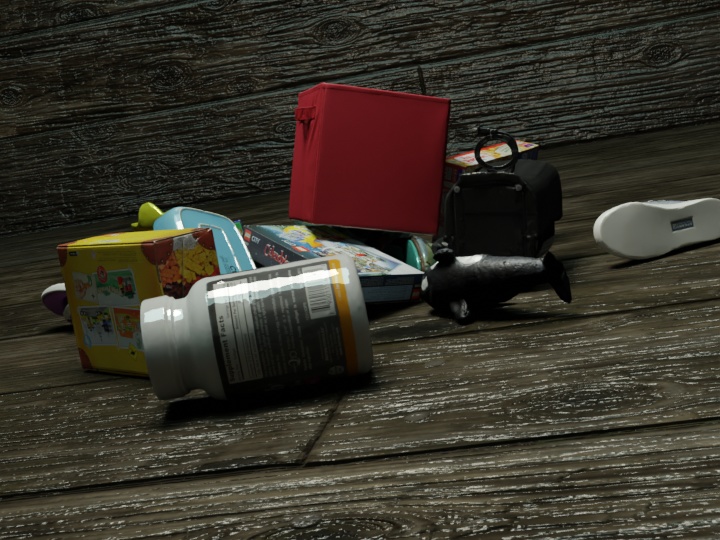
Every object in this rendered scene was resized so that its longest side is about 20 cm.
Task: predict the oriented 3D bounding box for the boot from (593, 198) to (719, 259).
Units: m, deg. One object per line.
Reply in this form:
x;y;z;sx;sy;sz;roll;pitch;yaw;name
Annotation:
0.365;-0.052;1.282;0.200;0.073;0.090;-5;0;-22;boot

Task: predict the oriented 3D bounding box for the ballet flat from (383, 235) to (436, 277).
0.083;-0.014;1.330;0.074;0.074;0.200;-11;11;-10;ballet flat

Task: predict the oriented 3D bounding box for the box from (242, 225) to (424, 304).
-0.038;-0.010;1.250;0.136;0.038;0.200;-3;21;-41;box

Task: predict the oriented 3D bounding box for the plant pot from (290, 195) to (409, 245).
0.001;-0.096;1.524;0.200;0.201;0.134;-11;15;-8;plant pot

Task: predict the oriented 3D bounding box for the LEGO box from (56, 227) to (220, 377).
-0.239;0.035;1.111;0.200;0.149;0.077;0;13;44;LEGO box

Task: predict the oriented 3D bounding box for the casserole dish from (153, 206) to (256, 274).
-0.175;-0.009;1.206;0.121;0.200;0.039;12;-51;-41;casserole dish

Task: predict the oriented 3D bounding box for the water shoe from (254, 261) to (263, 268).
-0.111;-0.017;1.397;0.200;0.072;0.079;13;34;-2;water shoe

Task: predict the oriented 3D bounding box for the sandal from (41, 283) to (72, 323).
-0.384;0.057;1.424;0.202;0.082;0.050;-2;55;34;sandal

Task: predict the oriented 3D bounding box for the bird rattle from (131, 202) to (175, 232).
-0.242;0.022;1.295;0.113;0.200;0.163;22;-53;-42;bird rattle

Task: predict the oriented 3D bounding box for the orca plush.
0.134;0.031;1.088;0.200;0.071;0.105;3;-29;39;orca plush

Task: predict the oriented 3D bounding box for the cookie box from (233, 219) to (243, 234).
-0.292;-0.002;1.521;0.171;0.075;0.200;-19;1;39;cookie box

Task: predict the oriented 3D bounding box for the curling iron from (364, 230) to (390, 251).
0.000;0.000;1.347;0.050;0.026;0.200;-43;9;31;curling iron

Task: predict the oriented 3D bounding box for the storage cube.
0.005;-0.146;1.358;0.200;0.180;0.171;4;4;-15;storage cube

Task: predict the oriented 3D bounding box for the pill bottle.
-0.095;0.056;0.932;0.200;0.117;0.116;-10;9;-3;pill bottle

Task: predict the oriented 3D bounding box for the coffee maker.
0.188;-0.084;1.254;0.134;0.192;0.200;23;20;11;coffee maker

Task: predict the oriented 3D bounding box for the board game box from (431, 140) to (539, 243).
0.180;-0.096;1.441;0.046;0.152;0.200;19;24;34;board game box
